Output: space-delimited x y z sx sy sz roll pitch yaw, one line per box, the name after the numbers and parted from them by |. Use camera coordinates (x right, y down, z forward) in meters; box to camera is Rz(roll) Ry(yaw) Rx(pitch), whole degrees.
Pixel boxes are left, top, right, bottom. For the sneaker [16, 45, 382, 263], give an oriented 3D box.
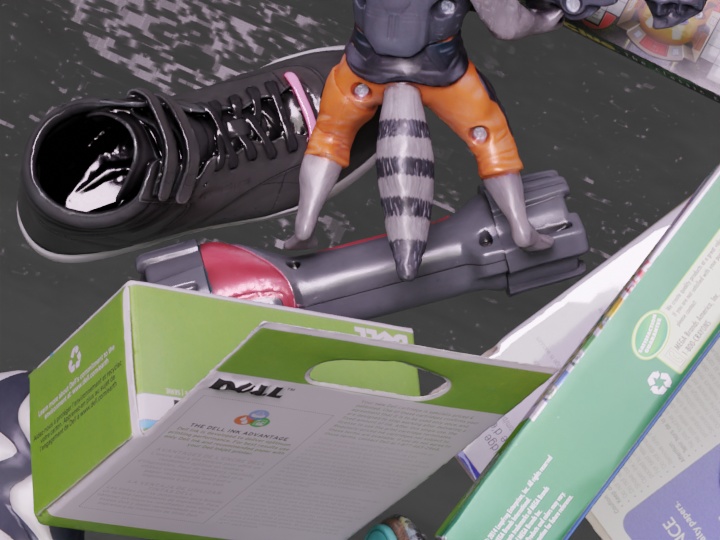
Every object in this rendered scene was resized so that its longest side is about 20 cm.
-0.066 -0.057 1.262 0.200 0.099 0.071 -20 83 -2 | sneaker

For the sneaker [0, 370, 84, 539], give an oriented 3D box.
-0.189 0.138 1.258 0.129 0.079 0.200 9 86 4 | sneaker

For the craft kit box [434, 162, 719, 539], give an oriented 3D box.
0.106 0.045 1.158 0.048 0.198 0.200 37 86 7 | craft kit box

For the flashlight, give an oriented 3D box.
0.000 0.000 1.276 0.200 0.068 0.068 -15 66 -5 | flashlight

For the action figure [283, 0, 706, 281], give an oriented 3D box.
0.050 -0.099 1.192 0.200 0.105 0.194 4 106 15 | action figure

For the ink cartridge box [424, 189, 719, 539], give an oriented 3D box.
0.163 0.080 1.274 0.200 0.047 0.198 -36 86 0 | ink cartridge box

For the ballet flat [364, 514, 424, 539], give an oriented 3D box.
0.032 0.212 1.260 0.074 0.074 0.200 3 87 1 | ballet flat

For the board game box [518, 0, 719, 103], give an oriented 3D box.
0.160 -0.138 1.284 0.200 0.023 0.105 27 84 15 | board game box

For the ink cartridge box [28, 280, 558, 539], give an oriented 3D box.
-0.032 0.046 1.176 0.148 0.200 0.076 11 57 -30 | ink cartridge box
